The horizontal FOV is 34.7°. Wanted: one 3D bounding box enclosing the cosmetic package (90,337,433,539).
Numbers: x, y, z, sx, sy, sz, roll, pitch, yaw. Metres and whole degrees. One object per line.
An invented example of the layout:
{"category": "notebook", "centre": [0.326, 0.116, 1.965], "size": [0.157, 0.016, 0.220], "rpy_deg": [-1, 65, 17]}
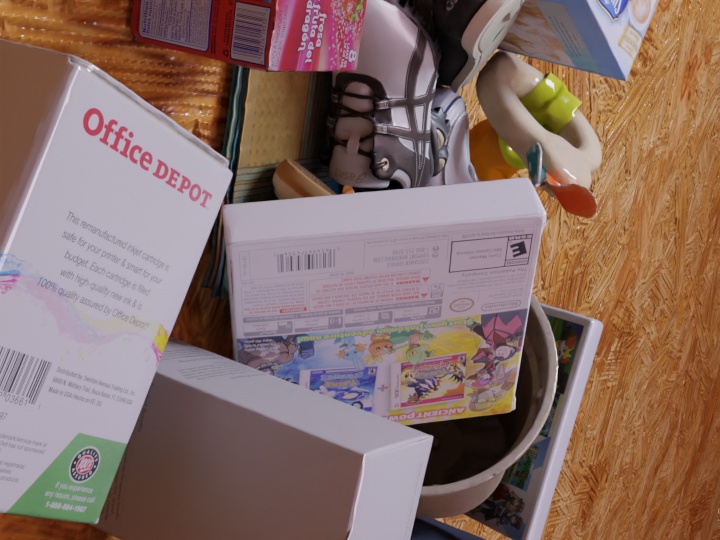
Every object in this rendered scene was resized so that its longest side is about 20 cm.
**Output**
{"category": "cosmetic package", "centre": [-0.070, 0.118, 0.664], "size": [0.085, 0.198, 0.109], "rpy_deg": [-2, 107, -61]}

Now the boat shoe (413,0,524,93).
{"category": "boat shoe", "centre": [0.070, -0.177, 0.806], "size": [0.072, 0.067, 0.200], "rpy_deg": [-51, 176, -1]}

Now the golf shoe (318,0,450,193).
{"category": "golf shoe", "centre": [0.010, -0.107, 0.781], "size": [0.095, 0.077, 0.201], "rpy_deg": [-60, 147, -25]}

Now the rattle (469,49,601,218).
{"category": "rattle", "centre": [0.119, -0.076, 0.929], "size": [0.130, 0.142, 0.201], "rpy_deg": [43, 29, -35]}

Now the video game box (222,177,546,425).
{"category": "video game box", "centre": [0.013, 0.030, 0.758], "size": [0.047, 0.198, 0.184], "rpy_deg": [-106, -166, -49]}

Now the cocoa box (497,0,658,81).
{"category": "cocoa box", "centre": [0.142, -0.248, 0.850], "size": [0.200, 0.132, 0.132], "rpy_deg": [31, 80, -62]}

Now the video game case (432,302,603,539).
{"category": "video game case", "centre": [0.119, 0.122, 1.046], "size": [0.022, 0.182, 0.202], "rpy_deg": [17, 90, -40]}

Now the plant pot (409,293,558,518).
{"category": "plant pot", "centre": [0.055, 0.112, 0.935], "size": [0.202, 0.199, 0.184], "rpy_deg": [-61, 162, -22]}

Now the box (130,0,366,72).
{"category": "box", "centre": [-0.050, -0.215, 0.624], "size": [0.095, 0.099, 0.202], "rpy_deg": [-16, 119, -58]}

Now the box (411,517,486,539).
{"category": "box", "centre": [0.012, 0.322, 1.024], "size": [0.196, 0.116, 0.202], "rpy_deg": [20, 86, -63]}

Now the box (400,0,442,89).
{"category": "box", "centre": [0.051, -0.235, 0.872], "size": [0.143, 0.036, 0.202], "rpy_deg": [-45, 141, -42]}

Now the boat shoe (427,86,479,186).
{"category": "boat shoe", "centre": [0.078, -0.058, 0.953], "size": [0.074, 0.066, 0.201], "rpy_deg": [-48, 152, -38]}

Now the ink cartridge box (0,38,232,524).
{"category": "ink cartridge box", "centre": [-0.160, 0.008, 0.559], "size": [0.145, 0.087, 0.202], "rpy_deg": [34, 77, -62]}

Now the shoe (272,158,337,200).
{"category": "shoe", "centre": [0.000, 0.000, 0.796], "size": [0.053, 0.070, 0.200], "rpy_deg": [-47, 127, -2]}

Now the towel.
{"category": "towel", "centre": [-0.048, -0.088, 0.786], "size": [0.146, 0.022, 0.202], "rpy_deg": [-13, 115, -59]}
